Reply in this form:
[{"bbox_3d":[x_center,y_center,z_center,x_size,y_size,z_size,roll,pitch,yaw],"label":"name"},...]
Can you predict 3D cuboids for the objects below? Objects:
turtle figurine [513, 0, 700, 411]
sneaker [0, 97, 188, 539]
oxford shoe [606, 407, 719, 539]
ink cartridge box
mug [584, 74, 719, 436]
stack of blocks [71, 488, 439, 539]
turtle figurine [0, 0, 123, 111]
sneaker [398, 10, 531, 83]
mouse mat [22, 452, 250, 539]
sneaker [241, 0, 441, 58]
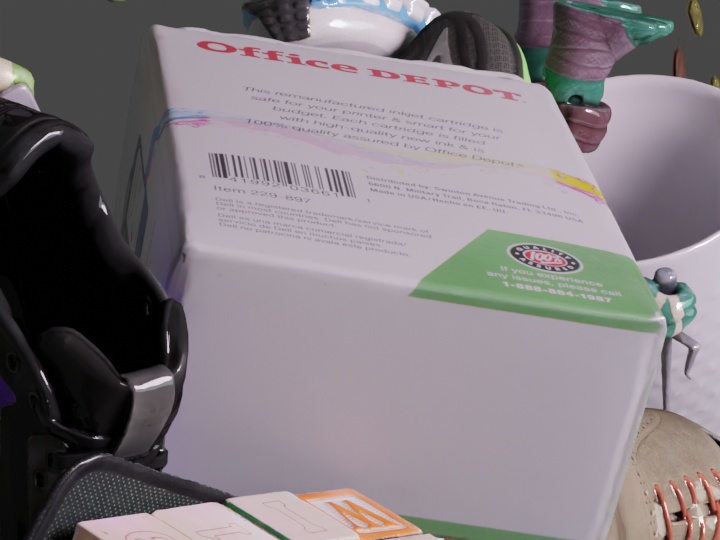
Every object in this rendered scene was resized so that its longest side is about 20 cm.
[{"bbox_3d":[0.074,-0.010,1.178,0.150,0.101,0.200,30,-68,60],"label":"turtle figurine"},{"bbox_3d":[-0.085,0.048,0.799,0.070,0.099,0.200,-20,99,-45],"label":"sneaker"},{"bbox_3d":[0.103,0.081,1.074,0.200,0.075,0.071,-37,127,-75],"label":"oxford shoe"},{"bbox_3d":[0.000,0.000,0.923,0.200,0.145,0.088,-105,-155,-64],"label":"ink cartridge box"},{"bbox_3d":[0.126,0.030,1.461,0.200,0.148,0.176,-44,139,-31],"label":"mug"},{"bbox_3d":[-0.060,0.126,0.757,0.200,0.059,0.115,-2,115,-51],"label":"stack of blocks"},{"bbox_3d":[-0.062,-0.096,0.896,0.144,0.200,0.194,-66,172,13],"label":"turtle figurine"},{"bbox_3d":[-0.005,-0.046,1.081,0.200,0.077,0.084,-45,116,-40],"label":"sneaker"},{"bbox_3d":[-0.059,0.138,0.825,0.200,0.008,0.161,25,93,-57],"label":"mouse mat"},{"bbox_3d":[0.006,-0.054,1.204,0.200,0.075,0.087,40,51,-64],"label":"sneaker"}]
